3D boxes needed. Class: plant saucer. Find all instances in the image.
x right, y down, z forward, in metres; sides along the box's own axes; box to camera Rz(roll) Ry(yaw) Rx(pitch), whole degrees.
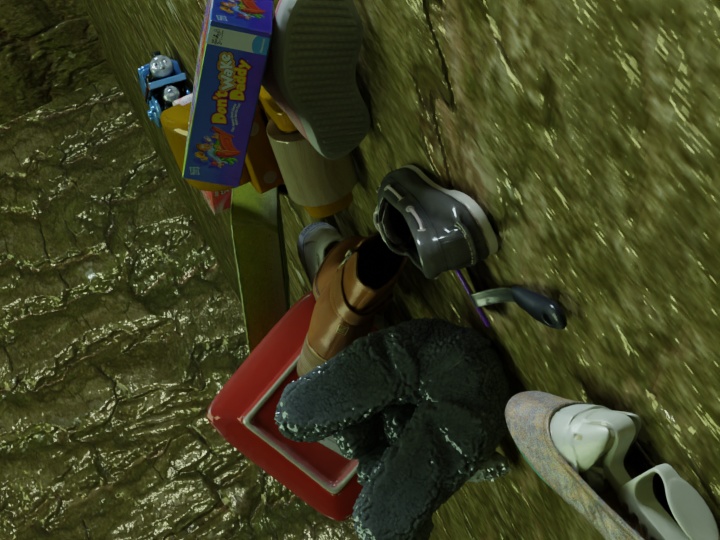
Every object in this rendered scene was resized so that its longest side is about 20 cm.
[{"bbox_3d":[-0.110,-0.014,1.214,0.200,0.048,0.200,-100,5,-61],"label":"plant saucer"}]

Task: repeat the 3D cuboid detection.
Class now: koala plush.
[{"bbox_3d":[0.061,0.134,0.941,0.177,0.184,0.200,52,-173,20],"label":"koala plush"}]

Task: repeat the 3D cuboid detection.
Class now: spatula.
[{"bbox_3d":[0.101,0.020,0.752,0.057,0.021,0.200,59,169,-11],"label":"spatula"}]

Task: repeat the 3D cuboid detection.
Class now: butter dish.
[{"bbox_3d":[-0.031,0.134,1.167,0.199,0.200,0.148,39,-169,-5],"label":"butter dish"}]

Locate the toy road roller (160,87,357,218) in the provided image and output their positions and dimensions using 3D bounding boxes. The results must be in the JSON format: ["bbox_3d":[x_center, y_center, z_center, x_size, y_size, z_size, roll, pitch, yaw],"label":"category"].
[{"bbox_3d":[-0.105,-0.127,1.041,0.200,0.146,0.123,51,164,49],"label":"toy road roller"}]

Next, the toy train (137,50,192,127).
[{"bbox_3d":[-0.352,-0.326,1.906,0.200,0.087,0.114,-179,68,-78],"label":"toy train"}]

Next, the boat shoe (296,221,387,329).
[{"bbox_3d":[-0.008,0.039,1.200,0.070,0.071,0.200,31,145,60],"label":"boat shoe"}]

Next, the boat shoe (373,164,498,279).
[{"bbox_3d":[0.038,-0.037,0.816,0.067,0.057,0.200,66,169,-17],"label":"boat shoe"}]

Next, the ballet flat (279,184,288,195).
[{"bbox_3d":[-0.110,-0.156,1.268,0.063,0.069,0.200,29,160,17],"label":"ballet flat"}]

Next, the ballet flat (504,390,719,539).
[{"bbox_3d":[0.164,0.128,0.646,0.200,0.068,0.067,49,143,36],"label":"ballet flat"}]

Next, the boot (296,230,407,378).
[{"bbox_3d":[0.000,0.000,1.006,0.077,0.200,0.155,28,134,0],"label":"boot"}]

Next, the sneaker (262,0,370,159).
[{"bbox_3d":[-0.050,-0.178,0.845,0.105,0.075,0.200,52,170,25],"label":"sneaker"}]

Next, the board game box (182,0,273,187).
[{"bbox_3d":[-0.103,-0.180,0.843,0.200,0.045,0.135,-95,18,-51],"label":"board game box"}]

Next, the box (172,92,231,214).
[{"bbox_3d":[-0.176,-0.165,1.411,0.095,0.103,0.200,60,168,12],"label":"box"}]
